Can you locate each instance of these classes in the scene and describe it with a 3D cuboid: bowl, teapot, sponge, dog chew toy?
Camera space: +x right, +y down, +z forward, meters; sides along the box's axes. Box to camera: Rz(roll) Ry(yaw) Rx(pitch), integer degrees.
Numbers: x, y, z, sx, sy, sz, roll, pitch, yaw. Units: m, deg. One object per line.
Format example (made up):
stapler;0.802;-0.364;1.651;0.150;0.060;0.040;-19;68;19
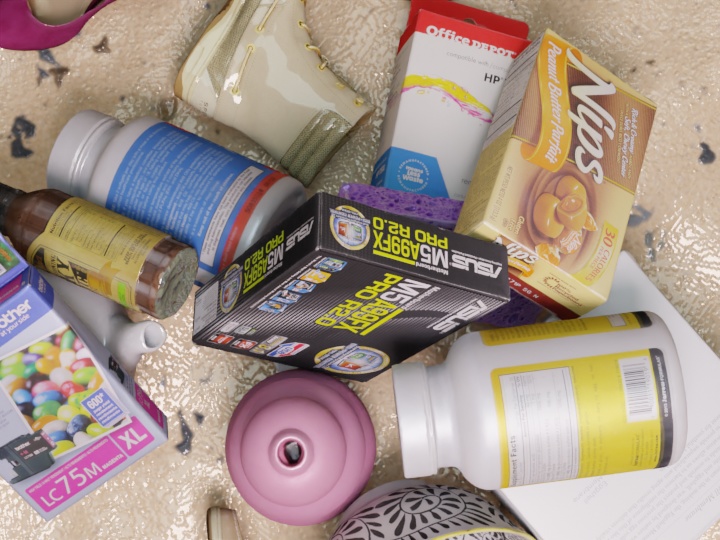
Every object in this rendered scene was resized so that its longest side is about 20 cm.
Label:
bowl;0.038;0.229;1.016;0.199;0.202;0.095;-24;50;-3
teapot;-0.281;0.070;1.029;0.197;0.146;0.201;38;86;4
sponge;0.064;-0.009;1.029;0.197;0.112;0.030;8;47;-17
dog chew toy;-0.048;0.137;0.994;0.123;0.200;0.126;0;83;0

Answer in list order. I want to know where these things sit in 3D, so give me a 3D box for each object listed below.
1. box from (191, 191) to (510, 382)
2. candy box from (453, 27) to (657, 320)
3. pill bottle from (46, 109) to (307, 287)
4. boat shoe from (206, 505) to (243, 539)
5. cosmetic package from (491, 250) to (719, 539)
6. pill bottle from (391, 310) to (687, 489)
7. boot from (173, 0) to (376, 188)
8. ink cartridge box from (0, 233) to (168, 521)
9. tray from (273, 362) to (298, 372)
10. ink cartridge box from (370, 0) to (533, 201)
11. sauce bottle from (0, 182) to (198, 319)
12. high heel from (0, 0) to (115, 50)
box;-0.012;0.020;0.945;0.159;0.200;0.045;16;61;-29
candy box;0.152;-0.075;0.990;0.115;0.055;0.202;31;56;-15
pill bottle;-0.152;-0.058;1.052;0.198;0.112;0.113;25;84;14
boat shoe;-0.077;0.283;1.047;0.064;0.072;0.202;-17;90;-7
cosmetic package;0.196;0.130;1.033;0.199;0.123;0.200;-41;84;-4
pill bottle;0.124;0.095;0.921;0.197;0.112;0.114;-7;84;0
boot;-0.044;-0.189;1.092;0.155;0.073;0.201;36;87;4
ink cartridge box;-0.246;0.083;0.947;0.119;0.042;0.201;-33;116;5
tray;0.000;0.000;1.098;0.198;0.022;0.108;-25;85;-3
ink cartridge box;0.083;-0.138;1.073;0.115;0.067;0.203;13;78;-9
sauce bottle;-0.223;-0.024;1.001;0.198;0.065;0.065;22;84;19
high heel;-0.238;-0.249;1.086;0.198;0.096;0.068;-27;85;-3
